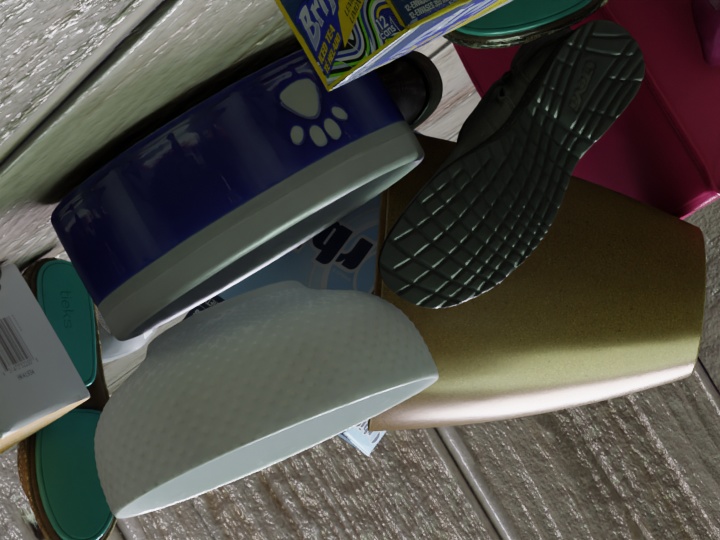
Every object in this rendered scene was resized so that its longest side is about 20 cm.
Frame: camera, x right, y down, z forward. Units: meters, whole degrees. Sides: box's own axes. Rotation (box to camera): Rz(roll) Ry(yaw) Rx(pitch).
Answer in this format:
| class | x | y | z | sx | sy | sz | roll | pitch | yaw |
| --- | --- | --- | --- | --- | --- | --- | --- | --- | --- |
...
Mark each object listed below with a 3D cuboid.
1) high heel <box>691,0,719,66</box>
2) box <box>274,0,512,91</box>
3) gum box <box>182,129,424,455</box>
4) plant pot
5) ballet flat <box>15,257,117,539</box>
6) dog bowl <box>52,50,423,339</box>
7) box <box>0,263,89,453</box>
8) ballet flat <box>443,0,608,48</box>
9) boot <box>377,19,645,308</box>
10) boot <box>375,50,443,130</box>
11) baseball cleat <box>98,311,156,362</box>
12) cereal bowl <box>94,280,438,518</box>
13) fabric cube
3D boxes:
| class | x | y | z | sx | sy | sz | roll | pitch | yaw |
| --- | --- | --- | --- | --- | --- | --- | --- | --- | --- |
| high heel | 0.256 | -0.215 | 1.527 | 0.096 | 0.067 | 0.201 | 103 | 10 | -53 |
| box | 0.055 | -0.150 | 1.083 | 0.200 | 0.065 | 0.070 | -30 | 178 | -38 |
| gum box | 0.000 | 0.000 | 1.691 | 0.200 | 0.170 | 0.045 | -53 | 143 | -7 |
| plant pot | 0.108 | 0.014 | 1.536 | 0.199 | 0.188 | 0.186 | 5 | 177 | 0 |
| ballet flat | -0.191 | 0.092 | 1.580 | 0.070 | 0.201 | 0.065 | 10 | 151 | -29 |
| dog bowl | -0.069 | -0.045 | 1.381 | 0.199 | 0.079 | 0.200 | -32 | 178 | -1 |
| box | -0.284 | 0.094 | 1.497 | 0.199 | 0.098 | 0.124 | -32 | 178 | 21 |
| ballet flat | 0.128 | -0.178 | 1.400 | 0.199 | 0.068 | 0.075 | -34 | 169 | -5 |
| boot | 0.078 | -0.059 | 1.422 | 0.200 | 0.070 | 0.132 | -45 | -169 | -8 |
| boot | -0.042 | -0.075 | 1.575 | 0.200 | 0.069 | 0.174 | -43 | 173 | 22 |
| baseball cleat | -0.157 | 0.000 | 1.752 | 0.200 | 0.070 | 0.106 | -43 | 167 | 24 |
| cereal bowl | -0.061 | 0.062 | 1.387 | 0.199 | 0.084 | 0.200 | -23 | 172 | -4 |
| fabric cube | 0.211 | -0.146 | 1.626 | 0.199 | 0.197 | 0.199 | -30 | 178 | -22 |
